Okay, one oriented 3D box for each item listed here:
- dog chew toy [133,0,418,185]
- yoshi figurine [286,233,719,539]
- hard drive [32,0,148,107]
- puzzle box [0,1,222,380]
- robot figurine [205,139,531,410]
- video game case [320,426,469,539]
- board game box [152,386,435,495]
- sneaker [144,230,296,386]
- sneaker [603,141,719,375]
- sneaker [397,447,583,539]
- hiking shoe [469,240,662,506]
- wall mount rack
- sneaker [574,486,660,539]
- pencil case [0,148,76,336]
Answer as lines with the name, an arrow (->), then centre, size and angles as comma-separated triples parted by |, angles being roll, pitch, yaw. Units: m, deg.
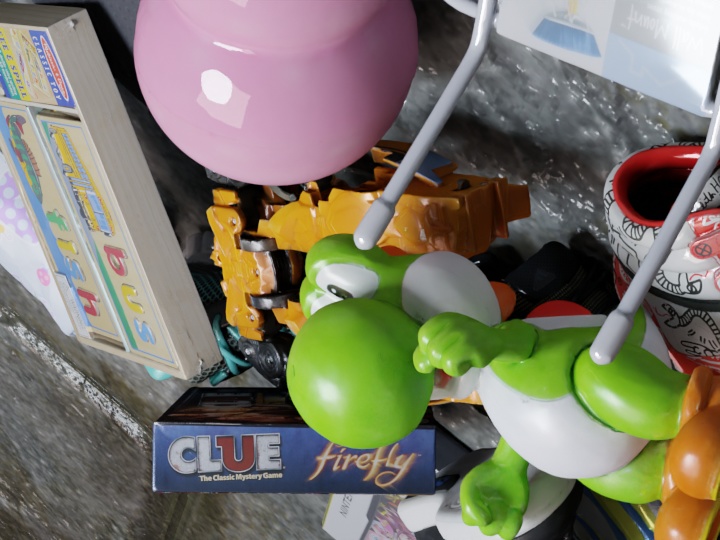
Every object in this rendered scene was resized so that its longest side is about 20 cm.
dog chew toy -> -0.035, -0.131, 0.951 | 0.124, 0.124, 0.201 | 31, 144, 23
yoshi figurine -> 0.053, 0.056, 0.916 | 0.199, 0.113, 0.112 | 24, -171, 16
hard drive -> -0.106, -0.140, 1.115 | 0.200, 0.042, 0.135 | 42, 154, 2
puzzle box -> -0.145, -0.044, 1.195 | 0.133, 0.025, 0.201 | 12, 127, 57
robot figurine -> 0.000, 0.000, 1.065 | 0.199, 0.058, 0.146 | 11, 115, 51
video game case -> 0.068, 0.171, 1.345 | 0.200, 0.026, 0.181 | 38, 153, 12
board game box -> -0.030, 0.084, 1.164 | 0.135, 0.035, 0.200 | 0, -178, 0
sneaker -> -0.059, 0.028, 1.240 | 0.078, 0.091, 0.200 | 51, 153, -17
sneaker -> 0.182, 0.016, 0.913 | 0.201, 0.067, 0.108 | 26, 151, 36
sneaker -> 0.086, 0.138, 1.064 | 0.112, 0.073, 0.200 | 54, 170, -2
hiking shoe -> 0.104, 0.040, 1.047 | 0.199, 0.076, 0.101 | 15, 146, 45
wall mount rack -> 0.078, -0.073, 0.872 | 0.199, 0.074, 0.175 | 27, 122, 30
sneaker -> 0.140, 0.169, 1.138 | 0.200, 0.105, 0.076 | 37, 175, 12
pencil case -> -0.205, -0.052, 1.334 | 0.200, 0.083, 0.091 | 43, 167, 2
